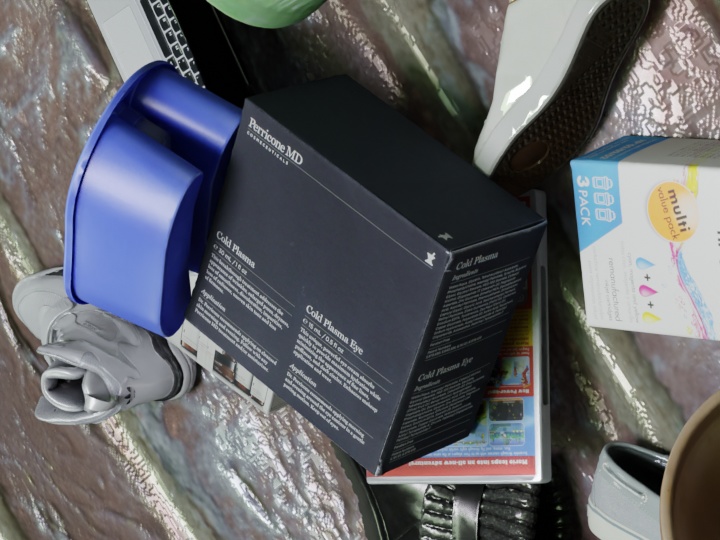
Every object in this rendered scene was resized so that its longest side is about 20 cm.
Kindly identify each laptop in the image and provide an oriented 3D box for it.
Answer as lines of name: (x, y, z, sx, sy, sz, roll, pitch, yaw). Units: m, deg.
laptop: (-0.162, -0.177, 1.780, 0.200, 0.116, 0.188, -26, 87, 45)

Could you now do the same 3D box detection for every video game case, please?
video game case: (0.066, 0.048, 1.664, 0.142, 0.017, 0.201, -3, 85, 32)

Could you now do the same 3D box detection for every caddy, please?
caddy: (-0.148, -0.051, 1.653, 0.105, 0.142, 0.201, 25, 141, 12)

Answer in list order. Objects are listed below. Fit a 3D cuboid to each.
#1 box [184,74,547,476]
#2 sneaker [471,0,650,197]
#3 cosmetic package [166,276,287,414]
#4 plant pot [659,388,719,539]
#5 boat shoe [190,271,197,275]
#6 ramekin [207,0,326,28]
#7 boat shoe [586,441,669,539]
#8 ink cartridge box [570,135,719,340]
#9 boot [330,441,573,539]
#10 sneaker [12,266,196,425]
box: (0.000, 0.000, 1.608, 0.200, 0.104, 0.183, 38, 127, 29)
sneaker: (0.121, -0.136, 1.579, 0.085, 0.073, 0.200, 58, 134, 33)
cosmetic package: (-0.121, 0.022, 1.867, 0.200, 0.051, 0.083, 34, 126, 28)
plant pot: (0.285, 0.163, 1.485, 0.201, 0.201, 0.093, 45, 168, 21)
boat shoe: (-0.103, -0.023, 1.785, 0.200, 0.070, 0.072, 17, 117, 19)
ramekin: (-0.051, -0.272, 1.589, 0.097, 0.200, 0.201, -19, 93, 37)
boat shoe: (0.234, 0.166, 1.579, 0.200, 0.070, 0.072, 19, 119, 38)
ink cartridge box: (0.235, -0.019, 1.507, 0.199, 0.068, 0.116, 5, 110, 41)
boot: (0.067, 0.141, 1.718, 0.157, 0.079, 0.212, -3, 110, 47)
sneaker: (-0.238, 0.061, 1.944, 0.199, 0.115, 0.076, 25, 122, 34)
